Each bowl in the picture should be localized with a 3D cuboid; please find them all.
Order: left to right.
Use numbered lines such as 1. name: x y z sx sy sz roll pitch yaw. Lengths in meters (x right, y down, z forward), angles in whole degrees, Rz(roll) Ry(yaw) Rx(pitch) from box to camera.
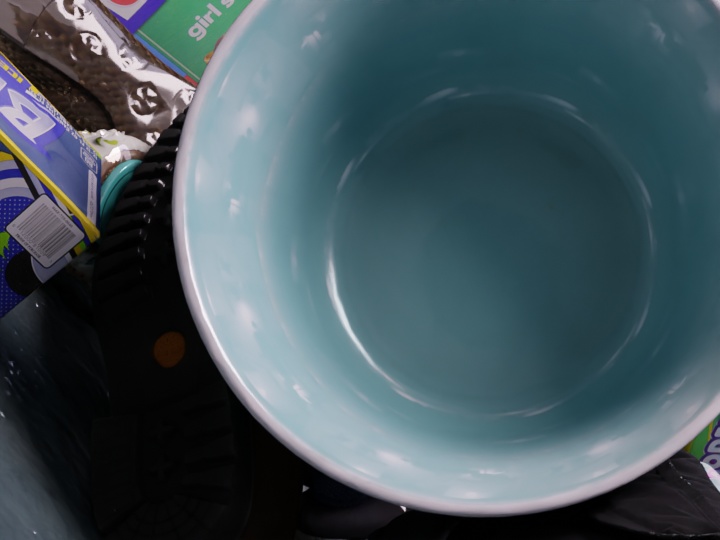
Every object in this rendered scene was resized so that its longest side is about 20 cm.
1. bowl: 0.043 -0.013 0.777 0.201 0.200 0.105 55 -2 12

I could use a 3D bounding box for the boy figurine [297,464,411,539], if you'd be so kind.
1. boy figurine: 0.000 0.000 0.908 0.124 0.064 0.202 -84 177 -70

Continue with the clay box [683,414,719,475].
1. clay box: 0.131 0.027 0.861 0.115 0.047 0.201 -97 -169 -46

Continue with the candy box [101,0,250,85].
1. candy box: -0.073 -0.167 1.139 0.200 0.169 0.077 37 15 -47

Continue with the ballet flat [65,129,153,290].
1. ballet flat: -0.070 -0.001 0.941 0.064 0.076 0.200 18 -19 40

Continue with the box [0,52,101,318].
1. box: -0.173 -0.073 0.761 0.200 0.064 0.070 48 13 -24

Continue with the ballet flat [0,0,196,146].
1. ballet flat: -0.109 -0.069 1.018 0.200 0.067 0.046 47 -19 -11

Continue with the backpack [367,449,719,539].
1. backpack: 0.075 0.131 0.756 0.200 0.166 0.127 -88 157 -78

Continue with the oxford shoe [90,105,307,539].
1. oxford shoe: -0.051 0.027 0.837 0.084 0.072 0.201 46 41 -50
